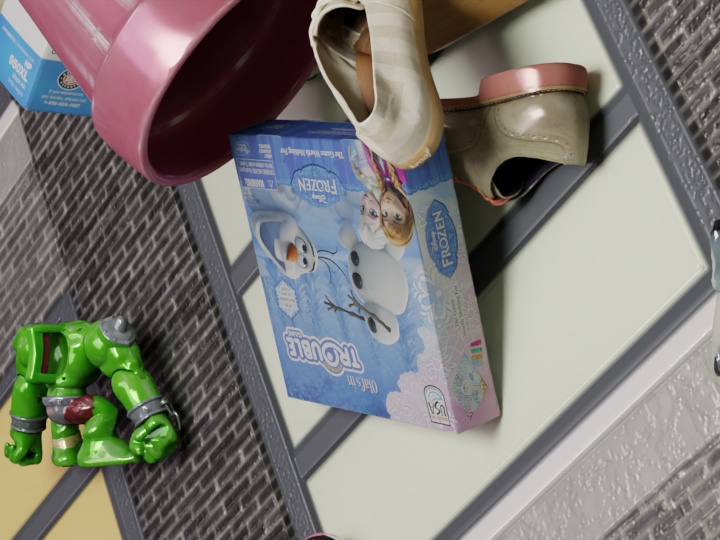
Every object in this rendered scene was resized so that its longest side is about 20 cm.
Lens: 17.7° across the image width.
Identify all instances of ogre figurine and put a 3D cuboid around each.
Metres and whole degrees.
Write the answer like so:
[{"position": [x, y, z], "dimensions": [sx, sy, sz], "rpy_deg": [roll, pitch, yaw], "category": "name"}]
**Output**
[{"position": [-0.225, 0.098, 1.876], "dimensions": [0.200, 0.098, 0.121], "rpy_deg": [-2, 96, 64], "category": "ogre figurine"}]

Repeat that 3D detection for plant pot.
[{"position": [-0.141, -0.188, 1.599], "dimensions": [0.179, 0.200, 0.200], "rpy_deg": [41, 122, 17], "category": "plant pot"}]

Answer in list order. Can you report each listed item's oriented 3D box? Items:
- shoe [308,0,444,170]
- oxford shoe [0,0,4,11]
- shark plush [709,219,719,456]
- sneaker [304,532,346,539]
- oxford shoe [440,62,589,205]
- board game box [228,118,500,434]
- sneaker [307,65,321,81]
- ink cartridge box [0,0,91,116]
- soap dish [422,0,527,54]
[{"position": [0.004, -0.150, 1.472], "dimensions": [0.070, 0.053, 0.201], "rpy_deg": [-49, 40, 31], "category": "shoe"}, {"position": [-0.270, -0.292, 2.014], "dimensions": [0.074, 0.071, 0.201], "rpy_deg": [33, 114, 22], "category": "oxford shoe"}, {"position": [0.236, 0.047, 1.286], "dimensions": [0.083, 0.091, 0.201], "rpy_deg": [9, 89, 23], "category": "shark plush"}, {"position": [-0.022, 0.273, 1.587], "dimensions": [0.074, 0.087, 0.201], "rpy_deg": [-40, 55, 44], "category": "sneaker"}, {"position": [0.071, -0.077, 1.514], "dimensions": [0.200, 0.070, 0.075], "rpy_deg": [-20, 74, 51], "category": "oxford shoe"}, {"position": [0.000, 0.000, 1.569], "dimensions": [0.200, 0.043, 0.200], "rpy_deg": [7, 114, 54], "category": "board game box"}, {"position": [-0.099, -0.180, 1.715], "dimensions": [0.199, 0.086, 0.078], "rpy_deg": [-3, 83, 35], "category": "sneaker"}, {"position": [-0.190, -0.225, 1.817], "dimensions": [0.084, 0.144, 0.201], "rpy_deg": [47, 123, 43], "category": "ink cartridge box"}, {"position": [0.060, -0.240, 1.535], "dimensions": [0.200, 0.081, 0.158], "rpy_deg": [-24, 67, 49], "category": "soap dish"}]
